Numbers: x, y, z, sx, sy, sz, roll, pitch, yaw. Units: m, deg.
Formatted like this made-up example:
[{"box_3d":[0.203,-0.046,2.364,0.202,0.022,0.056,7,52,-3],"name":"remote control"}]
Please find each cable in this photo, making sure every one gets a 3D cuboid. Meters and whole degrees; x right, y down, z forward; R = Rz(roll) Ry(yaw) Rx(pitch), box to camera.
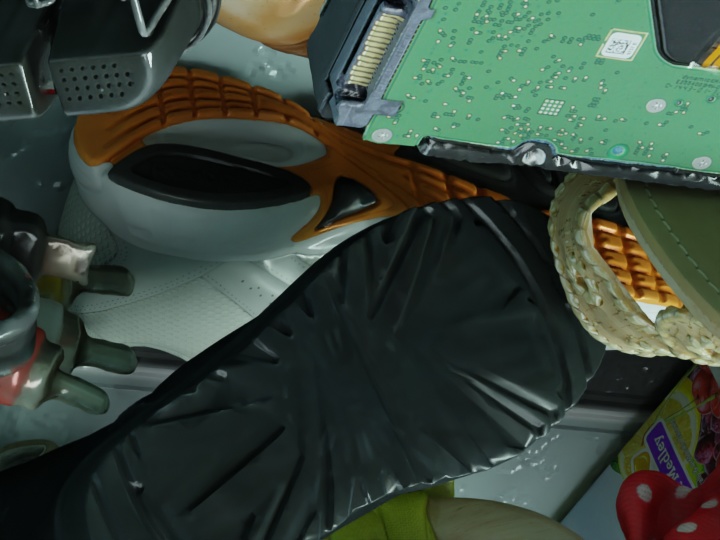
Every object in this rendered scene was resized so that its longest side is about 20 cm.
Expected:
[{"box_3d":[-0.156,-0.002,0.807,0.199,0.097,0.051,11,115,-4],"name":"cable"}]

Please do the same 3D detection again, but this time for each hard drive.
[{"box_3d":[0.102,-0.077,0.726,0.199,0.038,0.140,5,139,-21],"name":"hard drive"}]

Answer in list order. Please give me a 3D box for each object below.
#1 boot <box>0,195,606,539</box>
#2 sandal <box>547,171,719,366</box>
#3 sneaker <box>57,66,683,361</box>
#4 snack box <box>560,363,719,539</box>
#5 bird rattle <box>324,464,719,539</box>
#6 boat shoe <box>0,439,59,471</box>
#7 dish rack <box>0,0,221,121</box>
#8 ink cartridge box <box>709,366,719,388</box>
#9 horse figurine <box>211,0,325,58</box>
[{"box_3d":[-0.042,0.057,0.849,0.198,0.074,0.162,-32,-178,-33],"name":"boot"},{"box_3d":[0.084,-0.011,0.820,0.077,0.212,0.070,6,124,-21],"name":"sandal"},{"box_3d":[0.000,0.000,0.912,0.199,0.076,0.092,11,131,-16],"name":"sneaker"},{"box_3d":[0.136,0.136,1.060,0.168,0.068,0.200,20,121,-31],"name":"snack box"},{"box_3d":[0.036,0.116,0.930,0.163,0.199,0.113,-48,148,-33],"name":"bird rattle"},{"box_3d":[-0.160,0.117,0.953,0.199,0.075,0.069,-29,115,6],"name":"boat shoe"},{"box_3d":[-0.129,-0.121,0.752,0.152,0.055,0.201,-4,126,12],"name":"dish rack"},{"box_3d":[0.201,-0.035,0.931,0.199,0.084,0.146,-16,130,-4],"name":"ink cartridge box"},{"box_3d":[-0.028,-0.121,0.812,0.132,0.050,0.200,-35,127,2],"name":"horse figurine"}]
